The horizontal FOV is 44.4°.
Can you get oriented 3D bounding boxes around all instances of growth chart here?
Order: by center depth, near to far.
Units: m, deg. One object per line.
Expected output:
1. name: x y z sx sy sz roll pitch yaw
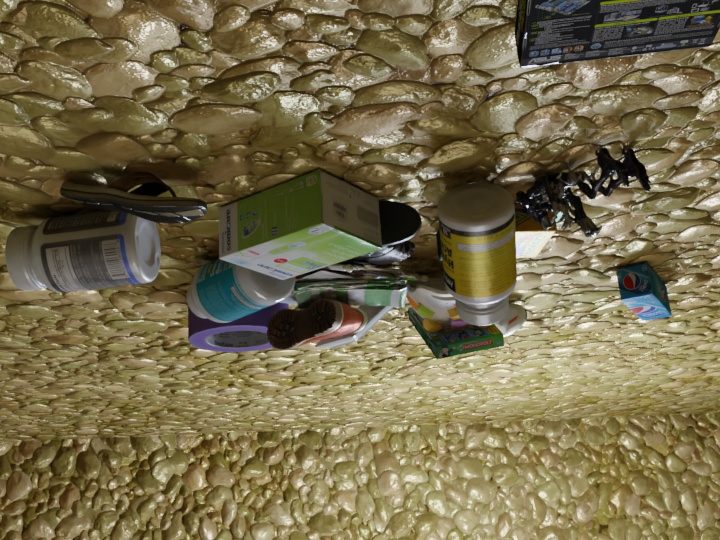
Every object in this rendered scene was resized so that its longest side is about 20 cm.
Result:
1. growth chart: 0.000 0.000 1.555 0.200 0.018 0.145 8 177 -41

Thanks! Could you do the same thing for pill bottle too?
1. pill bottle: -0.407 -0.028 1.300 0.200 0.114 0.114 -6 161 7
2. pill bottle: 0.176 -0.019 1.311 0.111 0.111 0.200 -6 126 6
3. pill bottle: -0.211 0.024 1.495 0.111 0.111 0.200 14 154 -42

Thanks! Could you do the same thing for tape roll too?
1. tape roll: -0.240 0.097 1.743 0.200 0.085 0.200 -3 160 -1

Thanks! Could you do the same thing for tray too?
1. tray: 0.005 0.096 1.705 0.107 0.022 0.200 -20 -167 41

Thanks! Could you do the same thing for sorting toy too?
1. sorting toy: 0.174 0.044 1.614 0.200 0.107 0.180 -6 166 5

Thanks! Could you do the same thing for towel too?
1. towel: -0.017 0.046 1.575 0.200 0.023 0.153 -3 164 1

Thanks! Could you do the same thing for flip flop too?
1. flip flop: -0.306 -0.106 1.195 0.200 0.058 0.081 9 167 8

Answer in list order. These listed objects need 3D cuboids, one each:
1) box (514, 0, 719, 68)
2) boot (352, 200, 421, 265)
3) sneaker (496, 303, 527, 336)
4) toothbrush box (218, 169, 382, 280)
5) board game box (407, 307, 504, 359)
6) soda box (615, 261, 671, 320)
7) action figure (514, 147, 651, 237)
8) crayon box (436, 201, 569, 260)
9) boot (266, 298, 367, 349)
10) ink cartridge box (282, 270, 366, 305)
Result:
1. box: 0.254 -0.265 0.848 0.200 0.044 0.160 -6 160 5
2. boot: 0.040 -0.052 1.417 0.200 0.069 0.174 -11 166 31
3. sneaker: 0.254 0.108 1.892 0.199 0.070 0.093 -9 167 21
4. toothbrush box: -0.090 -0.062 1.308 0.200 0.086 0.146 -15 158 33
5. board game box: 0.184 0.110 1.738 0.134 0.029 0.200 -11 -159 -10
6. soda box: 0.572 0.045 1.776 0.064 0.068 0.200 -14 159 26
7. action figure: 0.301 -0.099 1.256 0.119 0.102 0.200 -2 163 -43
8. crayon box: 0.231 -0.062 1.423 0.200 0.052 0.126 -3 161 -5
9. boot: -0.081 0.103 1.615 0.200 0.075 0.107 -15 165 39
10. ink cartridge box: -0.073 0.019 1.596 0.162 0.057 0.200 12 153 -39
